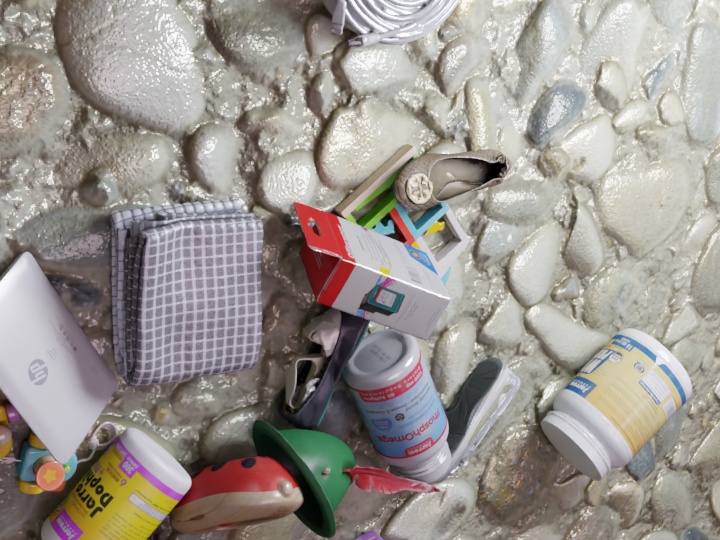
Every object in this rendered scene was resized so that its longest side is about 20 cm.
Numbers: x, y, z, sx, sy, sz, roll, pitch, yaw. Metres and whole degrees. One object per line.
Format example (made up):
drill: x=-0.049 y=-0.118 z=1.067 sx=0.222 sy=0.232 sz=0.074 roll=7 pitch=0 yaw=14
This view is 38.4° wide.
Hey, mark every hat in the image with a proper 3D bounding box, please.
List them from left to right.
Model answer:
hat: x=-0.020 y=0.226 z=1.319 sx=0.175 sy=0.165 sz=0.201 roll=-33 pitch=140 yaw=-24

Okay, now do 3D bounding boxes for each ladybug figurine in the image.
ladybug figurine: x=-0.151 y=0.270 z=1.248 sx=0.135 sy=0.199 sz=0.073 roll=11 pitch=64 yaw=-48

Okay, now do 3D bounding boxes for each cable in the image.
cable: x=0.039 y=-0.364 z=1.192 sx=0.198 sy=0.069 sz=0.202 roll=-10 pitch=111 yaw=-29

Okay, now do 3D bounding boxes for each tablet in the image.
tablet: x=-0.340 y=0.095 z=1.112 sx=0.201 sy=0.014 sz=0.131 roll=64 pitch=34 yaw=-31

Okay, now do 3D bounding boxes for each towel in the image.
towel: x=-0.194 y=0.026 z=1.177 sx=0.164 sy=0.085 sz=0.202 roll=-6 pitch=110 yaw=-30

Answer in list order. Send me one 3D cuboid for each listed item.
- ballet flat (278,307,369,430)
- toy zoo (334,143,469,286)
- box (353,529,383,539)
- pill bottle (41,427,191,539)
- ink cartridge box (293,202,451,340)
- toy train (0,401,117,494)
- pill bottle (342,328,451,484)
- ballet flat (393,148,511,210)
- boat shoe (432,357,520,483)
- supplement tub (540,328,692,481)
ballet flat: x=-0.049 y=0.108 z=1.308 sx=0.073 sy=0.073 sz=0.202 roll=21 pitch=98 yaw=-35
toy zoo: x=0.064 y=-0.047 z=1.349 sx=0.131 sy=0.020 sz=0.201 roll=-42 pitch=123 yaw=-12
box: x=-0.047 y=0.470 z=1.455 sx=0.198 sy=0.039 sz=0.138 roll=-21 pitch=117 yaw=-24
pill bottle: x=-0.296 y=0.289 z=1.197 sx=0.200 sy=0.104 sz=0.104 roll=-50 pitch=125 yaw=-7
ink cartridge box: x=0.000 y=0.000 z=1.252 sx=0.199 sy=0.116 sz=0.068 roll=21 pitch=114 yaw=-25
toy train: x=-0.357 y=0.166 z=1.145 sx=0.150 sy=0.056 sz=0.201 roll=-41 pitch=123 yaw=-12
pill bottle: x=0.054 y=0.186 z=1.372 sx=0.108 sy=0.109 sz=0.201 roll=-33 pitch=121 yaw=-17
ballet flat: x=0.124 y=-0.120 z=1.323 sx=0.199 sy=0.046 sz=0.068 roll=-15 pitch=106 yaw=-38
boat shoe: x=0.156 y=0.221 z=1.472 sx=0.065 sy=0.074 sz=0.203 roll=40 pitch=78 yaw=-31
supplement tub: x=0.384 y=0.202 z=1.559 sx=0.200 sy=0.144 sz=0.145 roll=-42 pitch=124 yaw=-12
